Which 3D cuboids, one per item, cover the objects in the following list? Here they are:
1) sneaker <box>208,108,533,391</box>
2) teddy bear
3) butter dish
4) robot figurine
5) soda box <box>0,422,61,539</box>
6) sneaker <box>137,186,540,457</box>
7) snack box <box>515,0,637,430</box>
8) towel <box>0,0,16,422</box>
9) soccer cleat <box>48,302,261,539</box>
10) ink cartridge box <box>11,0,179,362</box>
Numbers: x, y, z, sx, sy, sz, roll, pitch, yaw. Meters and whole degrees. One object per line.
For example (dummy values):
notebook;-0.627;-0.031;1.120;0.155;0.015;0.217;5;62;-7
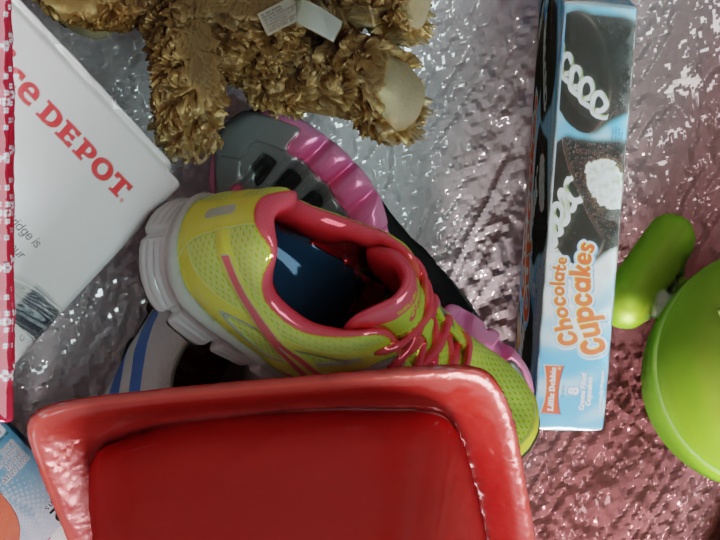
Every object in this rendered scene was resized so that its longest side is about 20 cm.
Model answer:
sneaker;0.000;0.000;1.012;0.079;0.095;0.200;-36;110;11
teddy bear;-0.056;-0.113;0.939;0.199;0.067;0.146;-3;78;-24
butter dish;-0.027;0.148;0.886;0.199;0.148;0.200;-6;139;7
robot figurine;0.200;0.050;1.074;0.175;0.200;0.116;34;88;6
soda box;-0.217;0.142;0.933;0.200;0.068;0.064;-47;121;-12
sneaker;0.006;0.028;0.905;0.200;0.090;0.078;30;59;-27
snack box;0.101;-0.036;1.037;0.037;0.116;0.201;3;104;-1
towel;-0.202;-0.029;0.823;0.144;0.022;0.201;-3;101;-25
soccer cleat;-0.100;0.098;0.978;0.070;0.086;0.201;25;91;-32
ink cartridge box;-0.198;-0.020;0.889;0.200;0.084;0.145;-48;121;-9
